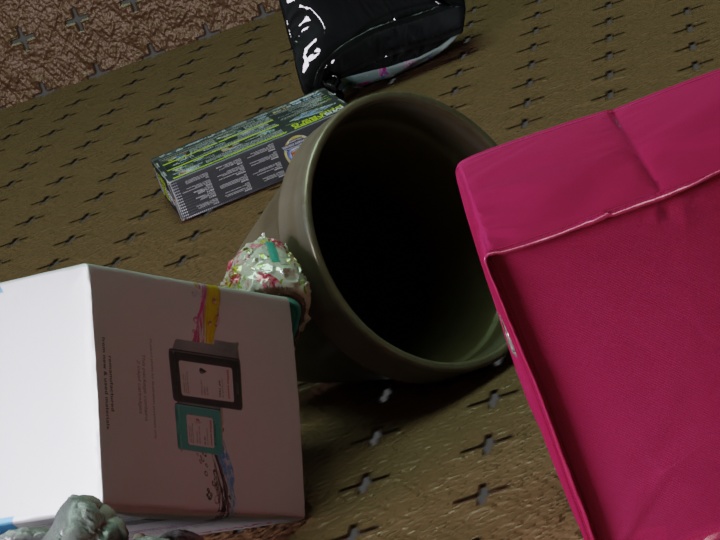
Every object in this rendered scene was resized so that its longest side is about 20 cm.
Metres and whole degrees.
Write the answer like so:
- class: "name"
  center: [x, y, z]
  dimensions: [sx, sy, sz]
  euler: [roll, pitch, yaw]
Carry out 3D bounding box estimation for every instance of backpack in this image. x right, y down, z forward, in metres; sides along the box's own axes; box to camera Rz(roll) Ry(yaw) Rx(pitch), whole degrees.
- class: "backpack"
  center: [0.016, -0.285, 2.861]
  dimensions: [0.200, 0.167, 0.127]
  euler: [-15, 9, -1]

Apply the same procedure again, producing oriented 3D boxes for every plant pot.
- class: "plant pot"
  center: [0.000, 0.000, 1.823]
  dimensions: [0.200, 0.200, 0.173]
  euler: [-33, 1, -39]

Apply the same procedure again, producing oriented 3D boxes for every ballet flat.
- class: "ballet flat"
  center: [-0.080, 0.052, 1.749]
  dimensions: [0.076, 0.200, 0.064]
  euler: [9, 48, -22]

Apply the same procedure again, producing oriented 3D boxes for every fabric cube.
- class: "fabric cube"
  center: [0.177, 0.020, 1.427]
  dimensions: [0.200, 0.197, 0.199]
  euler: [-19, 16, 3]

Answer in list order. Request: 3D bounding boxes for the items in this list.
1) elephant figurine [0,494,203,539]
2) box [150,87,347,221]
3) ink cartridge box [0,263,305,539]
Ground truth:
- class: "elephant figurine"
  center: [-0.162, 0.196, 1.458]
  dimensions: [0.142, 0.155, 0.200]
  euler: [-68, 12, -6]
- class: "box"
  center: [-0.106, -0.119, 2.636]
  dimensions: [0.200, 0.044, 0.160]
  euler: [-23, 15, -6]
- class: "ink cartridge box"
  center: [-0.152, 0.087, 1.596]
  dimensions: [0.147, 0.146, 0.200]
  euler: [-12, -13, 33]
